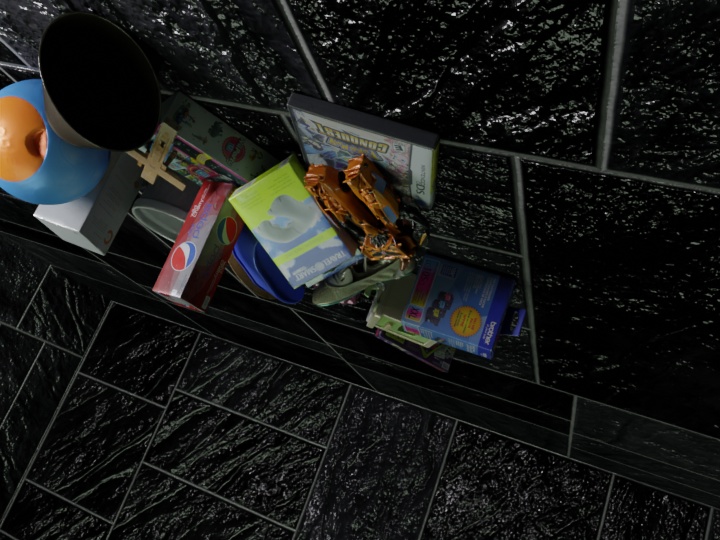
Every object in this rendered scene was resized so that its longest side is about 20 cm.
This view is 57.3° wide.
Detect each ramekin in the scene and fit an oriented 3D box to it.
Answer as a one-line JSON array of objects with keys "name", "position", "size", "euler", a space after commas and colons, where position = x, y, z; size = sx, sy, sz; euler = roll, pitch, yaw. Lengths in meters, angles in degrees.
[{"name": "ramekin", "position": [-0.336, -0.119, 1.304], "size": [0.199, 0.106, 0.200], "euler": [20, 163, 7]}]

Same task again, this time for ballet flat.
[{"name": "ballet flat", "position": [0.000, 0.000, 1.171], "size": [0.068, 0.199, 0.063], "euler": [-118, 7, -55]}]

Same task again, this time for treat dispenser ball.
[{"name": "treat dispenser ball", "position": [-0.515, -0.209, 1.081], "size": [0.199, 0.202, 0.201], "euler": [20, 163, 6]}]

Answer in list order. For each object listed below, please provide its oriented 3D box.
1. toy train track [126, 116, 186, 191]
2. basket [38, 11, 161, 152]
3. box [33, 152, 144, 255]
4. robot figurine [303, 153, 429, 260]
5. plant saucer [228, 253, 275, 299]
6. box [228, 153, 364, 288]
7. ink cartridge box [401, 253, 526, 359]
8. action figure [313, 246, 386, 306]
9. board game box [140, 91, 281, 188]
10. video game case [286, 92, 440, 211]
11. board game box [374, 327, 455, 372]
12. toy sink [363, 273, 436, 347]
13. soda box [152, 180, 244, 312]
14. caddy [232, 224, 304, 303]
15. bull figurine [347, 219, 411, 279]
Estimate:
[{"name": "toy train track", "position": [-0.295, -0.182, 0.982], "size": [0.114, 0.033, 0.200], "euler": [35, 154, -14]}, {"name": "basket", "position": [-0.376, -0.243, 0.924], "size": [0.200, 0.136, 0.181], "euler": [5, 125, 60]}, {"name": "box", "position": [-0.498, -0.151, 1.241], "size": [0.097, 0.201, 0.125], "euler": [19, 163, 7]}, {"name": "robot figurine", "position": [0.012, -0.080, 0.944], "size": [0.144, 0.059, 0.200], "euler": [-3, 143, 38]}, {"name": "plant saucer", "position": [-0.189, -0.044, 1.266], "size": [0.035, 0.201, 0.200], "euler": [-27, 139, 25]}, {"name": "box", "position": [-0.096, -0.064, 1.021], "size": [0.121, 0.048, 0.201], "euler": [-27, 112, 21]}, {"name": "ink cartridge box", "position": [0.188, 0.067, 1.166], "size": [0.199, 0.137, 0.076], "euler": [17, 166, 15]}, {"name": "action figure", "position": [-0.022, -0.017, 1.282], "size": [0.133, 0.150, 0.200], "euler": [13, 146, -12]}, {"name": "board game box", "position": [-0.243, -0.186, 1.054], "size": [0.199, 0.065, 0.147], "euler": [31, 161, -30]}, {"name": "video game case", "position": [0.008, -0.156, 0.896], "size": [0.199, 0.026, 0.181], "euler": [19, 163, 11]}, {"name": "board game box", "position": [0.134, 0.133, 1.470], "size": [0.199, 0.121, 0.032], "euler": [30, 165, -24]}, {"name": "toy sink", "position": [0.079, 0.071, 1.358], "size": [0.199, 0.113, 0.130], "euler": [22, 163, -2]}, {"name": "soda box", "position": [-0.248, -0.041, 1.050], "size": [0.070, 0.201, 0.063], "euler": [11, 161, 33]}, {"name": "caddy", "position": [-0.143, -0.038, 1.166], "size": [0.105, 0.141, 0.201], "euler": [35, 160, 46]}, {"name": "bull figurine", "position": [0.000, -0.062, 1.069], "size": [0.198, 0.065, 0.122], "euler": [13, 124, 7]}]
